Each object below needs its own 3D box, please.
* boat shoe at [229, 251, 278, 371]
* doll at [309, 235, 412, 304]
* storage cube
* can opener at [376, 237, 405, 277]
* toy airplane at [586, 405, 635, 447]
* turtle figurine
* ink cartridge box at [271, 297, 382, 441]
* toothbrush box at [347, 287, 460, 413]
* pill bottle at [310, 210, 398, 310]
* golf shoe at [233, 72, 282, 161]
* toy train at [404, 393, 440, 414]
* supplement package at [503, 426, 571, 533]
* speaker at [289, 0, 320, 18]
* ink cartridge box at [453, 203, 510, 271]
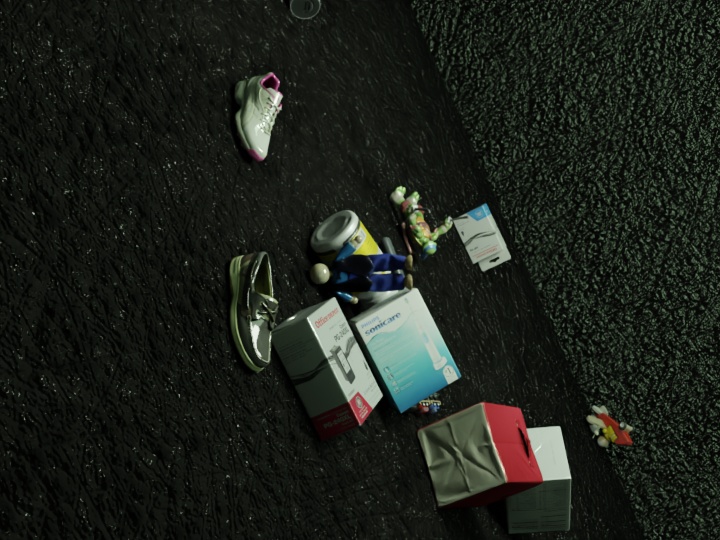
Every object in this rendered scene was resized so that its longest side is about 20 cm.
[{"bbox_3d":[-0.162,0.057,1.340,0.072,0.065,0.203,38,34,-51],"label":"boat shoe"},{"bbox_3d":[0.000,0.000,1.652,0.049,0.197,0.138,-114,-157,-71],"label":"doll"},{"bbox_3d":[0.249,0.392,1.795,0.179,0.199,0.173,19,49,-53],"label":"storage cube"},{"bbox_3d":[0.073,0.020,1.972,0.067,0.053,0.202,11,56,-66],"label":"can opener"},{"bbox_3d":[0.985,0.636,3.424,0.198,0.142,0.199,30,6,10],"label":"toy airplane"},{"bbox_3d":[0.174,-0.152,2.243,0.195,0.142,0.201,57,-30,35],"label":"turtle figurine"},{"bbox_3d":[-0.056,0.163,1.456,0.202,0.083,0.145,64,21,-4],"label":"ink cartridge box"},{"bbox_3d":[0.086,0.155,1.699,0.202,0.145,0.085,62,-10,-7],"label":"toothbrush box"},{"bbox_3d":[-0.006,-0.013,1.734,0.201,0.110,0.112,54,23,-27],"label":"pill bottle"},{"bbox_3d":[-0.191,-0.301,1.636,0.075,0.091,0.202,40,34,-51],"label":"golf shoe"},{"bbox_3d":[0.129,0.287,1.837,0.199,0.034,0.046,17,55,-63],"label":"toy train"},{"bbox_3d":[0.413,0.500,2.033,0.153,0.148,0.202,-88,171,-51],"label":"supplement package"},{"bbox_3d":[-0.154,-0.756,2.244,0.081,0.080,0.202,39,33,-49],"label":"speaker"},{"bbox_3d":[0.401,-0.103,2.814,0.202,0.115,0.068,64,22,-1],"label":"ink cartridge box"}]
